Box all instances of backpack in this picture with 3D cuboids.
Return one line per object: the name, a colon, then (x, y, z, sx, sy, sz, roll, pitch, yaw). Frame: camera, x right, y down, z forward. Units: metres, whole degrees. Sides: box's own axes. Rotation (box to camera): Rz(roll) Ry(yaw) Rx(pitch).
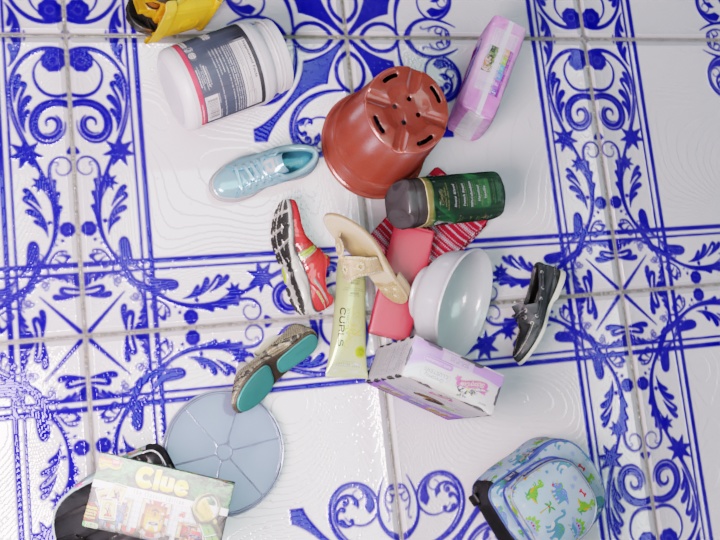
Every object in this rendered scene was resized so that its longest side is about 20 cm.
backpack: (-0.352, 0.371, 1.454, 0.198, 0.151, 0.179, -28, 91, -12)
backpack: (0.318, 0.388, 1.659, 0.199, 0.147, 0.184, -34, 93, -22)

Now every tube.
tube: (-0.018, 0.082, 1.664, 0.057, 0.052, 0.203, 0, 81, 22)

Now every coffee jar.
coffee jar: (0.145, -0.122, 1.685, 0.197, 0.104, 0.087, -8, 89, -26)

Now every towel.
towel: (0.124, -0.073, 1.749, 0.145, 0.022, 0.200, 46, 71, -4)

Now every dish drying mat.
dish drying mat: (0.072, 0.020, 1.703, 0.076, 0.018, 0.203, 15, 85, -5)

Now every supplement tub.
supplement tub: (-0.226, -0.330, 1.626, 0.198, 0.140, 0.142, -24, 88, -19)

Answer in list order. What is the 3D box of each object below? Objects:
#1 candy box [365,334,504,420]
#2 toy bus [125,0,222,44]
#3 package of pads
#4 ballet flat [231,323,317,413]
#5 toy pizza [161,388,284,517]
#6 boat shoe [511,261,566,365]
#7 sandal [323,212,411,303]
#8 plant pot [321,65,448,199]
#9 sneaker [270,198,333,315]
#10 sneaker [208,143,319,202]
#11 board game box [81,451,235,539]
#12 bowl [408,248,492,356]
candy box: (0.119, 0.180, 1.607, 0.166, 0.200, 0.072, 25, 74, -11)
toy bus: (-0.308, -0.506, 1.648, 0.190, 0.135, 0.202, -19, 83, -32)
package of pads: (0.228, -0.348, 1.777, 0.075, 0.121, 0.202, 23, 75, -6)
ballet flat: (-0.156, 0.156, 1.597, 0.200, 0.075, 0.068, -42, 136, -31)
toy pizza: (-0.222, 0.294, 1.572, 0.197, 0.032, 0.203, 3, 78, -15)
boat shoe: (0.305, 0.071, 1.750, 0.066, 0.074, 0.201, 30, 73, -7)
sandal: (0.004, -0.001, 1.614, 0.212, 0.077, 0.070, 46, 56, -27)
plant pot: (0.050, -0.243, 1.665, 0.198, 0.195, 0.204, 3, 80, -16)
sneaker: (-0.095, -0.025, 1.656, 0.084, 0.077, 0.203, -14, 91, -30)
sneaker: (-0.162, -0.175, 1.649, 0.198, 0.082, 0.075, -23, 86, -19)
board game box: (-0.286, 0.332, 1.387, 0.197, 0.023, 0.106, 13, 81, -5)
bowl: (0.144, 0.050, 1.673, 0.089, 0.201, 0.203, 15, 71, 30)
